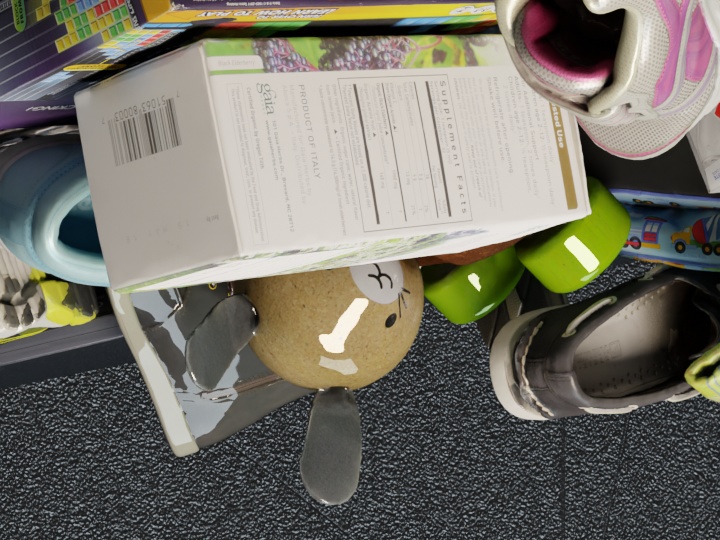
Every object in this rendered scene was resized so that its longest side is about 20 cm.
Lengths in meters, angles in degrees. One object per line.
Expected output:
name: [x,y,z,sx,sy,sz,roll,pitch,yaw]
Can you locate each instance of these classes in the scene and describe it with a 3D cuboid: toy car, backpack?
toy car: [0.000,0.000,1.022,0.157,0.164,0.201,-20,-149,54]
backpack: [0.195,-0.086,1.129,0.181,0.136,0.199,7,-165,35]

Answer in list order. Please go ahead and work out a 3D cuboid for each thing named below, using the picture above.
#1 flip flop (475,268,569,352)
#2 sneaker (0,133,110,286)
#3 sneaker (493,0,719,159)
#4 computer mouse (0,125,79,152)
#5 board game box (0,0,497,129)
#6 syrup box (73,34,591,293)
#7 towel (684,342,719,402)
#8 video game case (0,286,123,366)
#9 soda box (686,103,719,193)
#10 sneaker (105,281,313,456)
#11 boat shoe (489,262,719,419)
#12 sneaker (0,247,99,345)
flip flop: [0.087,-0.033,1.178,0.057,0.202,0.081,-3,153,-23]
sneaker: [-0.053,-0.023,0.906,0.198,0.075,0.082,-10,-158,-22]
sneaker: [0.088,-0.094,0.811,0.088,0.081,0.200,-48,156,-17]
computer mouse: [-0.208,-0.048,1.143,0.137,0.053,0.200,-18,167,-13]
board game box: [-0.051,-0.105,0.863,0.199,0.057,0.165,-8,172,-42]
syrup box: [-0.006,-0.044,0.856,0.199,0.082,0.078,-8,176,-45]
towel: [0.224,0.013,1.057,0.144,0.023,0.200,-46,164,11]
video game case: [-0.187,-0.002,1.282,0.142,0.019,0.200,-13,-153,11]
soda box: [0.229,-0.082,0.964,0.199,0.064,0.068,-7,160,-39]
sneaker: [-0.079,0.002,1.140,0.105,0.075,0.201,-22,134,-5]
boat shoe: [0.157,0.028,1.091,0.199,0.075,0.060,-12,-176,-33]
sneaker: [-0.204,0.013,1.112,0.084,0.075,0.200,-22,167,15]
